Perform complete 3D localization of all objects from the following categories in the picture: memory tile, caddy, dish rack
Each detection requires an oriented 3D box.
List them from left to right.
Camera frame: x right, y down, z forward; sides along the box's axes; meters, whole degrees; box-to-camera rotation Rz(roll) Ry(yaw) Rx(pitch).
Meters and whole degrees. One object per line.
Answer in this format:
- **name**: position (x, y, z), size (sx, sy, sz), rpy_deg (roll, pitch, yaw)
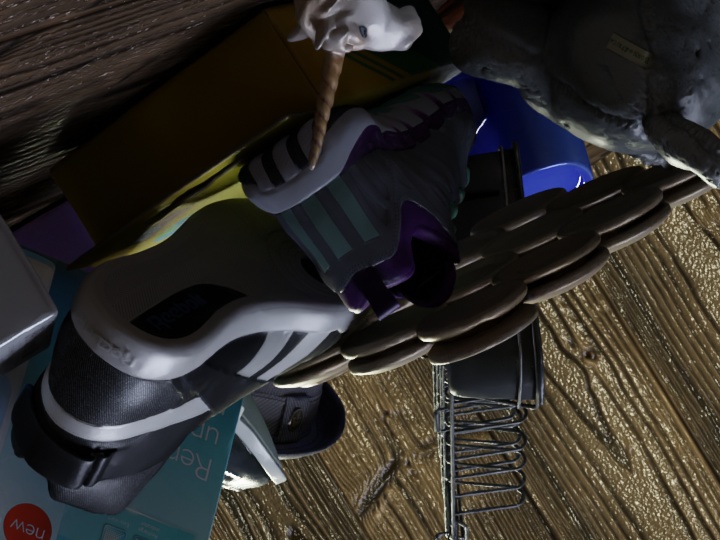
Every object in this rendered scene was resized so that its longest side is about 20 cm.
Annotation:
- **caddy**: position (0.045, -0.064, 1.607), size (0.141, 0.105, 0.200), rpy_deg (-13, 161, -16)
- **dish rack**: position (0.059, 0.050, 1.512), size (0.054, 0.154, 0.200), rpy_deg (-2, 141, -1)
- **memory tile**: position (0.063, -0.001, 1.287), size (0.153, 0.017, 0.200), rpy_deg (-16, -168, 47)

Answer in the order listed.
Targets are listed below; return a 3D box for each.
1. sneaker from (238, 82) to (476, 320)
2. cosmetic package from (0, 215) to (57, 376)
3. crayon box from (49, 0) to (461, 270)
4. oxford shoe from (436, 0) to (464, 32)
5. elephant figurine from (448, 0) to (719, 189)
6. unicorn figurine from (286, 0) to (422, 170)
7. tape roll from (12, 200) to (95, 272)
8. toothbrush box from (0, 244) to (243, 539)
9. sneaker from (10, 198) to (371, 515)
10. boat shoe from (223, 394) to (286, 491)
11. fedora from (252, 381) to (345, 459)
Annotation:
- **sneaker**: position (0.014, -0.023, 1.237), size (0.074, 0.088, 0.200), rpy_deg (-34, 176, 22)
- **cosmetic package**: position (-0.220, 0.045, 1.136), size (0.199, 0.071, 0.101), rpy_deg (-32, 176, -11)
- **crayon box**: position (-0.047, -0.065, 1.260), size (0.127, 0.051, 0.200), rpy_deg (-34, 176, 24)
- **oxford shoe**: position (0.100, -0.127, 1.464), size (0.071, 0.073, 0.200), rpy_deg (-33, 176, 31)
- **elephant figurine**: position (0.139, -0.117, 1.267), size (0.141, 0.156, 0.200), rpy_deg (7, -176, 31)
- **unicorn figurine**: position (0.053, -0.139, 1.053), size (0.137, 0.074, 0.200), rpy_deg (-17, 154, -37)
- **tape roll**: position (-0.147, 0.019, 1.441), size (0.200, 0.066, 0.200), rpy_deg (-32, 177, -2)
- **toothbrush box**: position (-0.144, 0.103, 1.244), size (0.085, 0.146, 0.201), rpy_deg (-37, -146, 57)
- **sneaker**: position (-0.077, 0.039, 1.210), size (0.112, 0.073, 0.200), rpy_deg (-55, 161, 26)
- **boat shoe**: position (-0.087, 0.073, 1.477), size (0.060, 0.076, 0.200), rpy_deg (-30, 155, 0)
- **fedora**: position (-0.081, 0.027, 1.638), size (0.200, 0.177, 0.091), rpy_deg (6, 115, -51)
